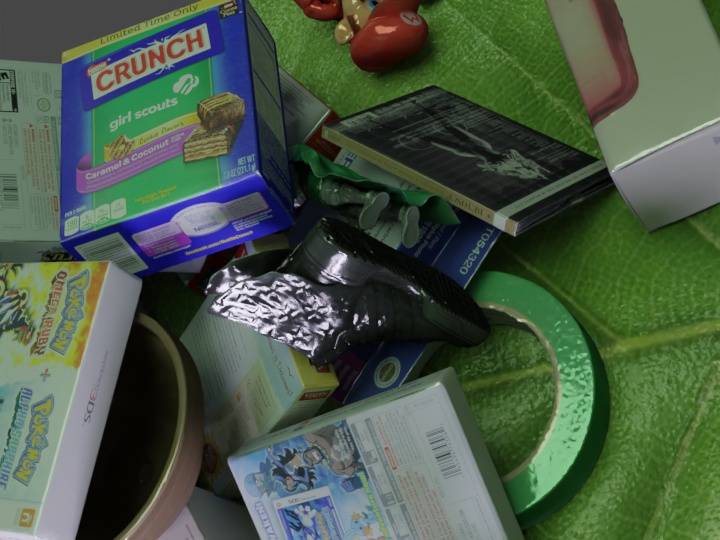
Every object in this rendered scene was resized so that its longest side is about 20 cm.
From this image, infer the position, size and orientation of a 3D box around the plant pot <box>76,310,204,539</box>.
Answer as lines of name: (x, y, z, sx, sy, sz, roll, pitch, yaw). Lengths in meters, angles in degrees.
plant pot: (-0.184, 0.138, 0.933, 0.199, 0.093, 0.203, -15, 58, 26)

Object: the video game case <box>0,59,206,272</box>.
video game case: (-0.233, -0.090, 1.079, 0.046, 0.179, 0.202, 118, 146, -49)

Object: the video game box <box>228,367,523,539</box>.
video game box: (0.022, 0.195, 0.915, 0.180, 0.047, 0.202, -21, 94, 19)

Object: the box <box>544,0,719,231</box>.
box: (0.223, -0.155, 0.963, 0.108, 0.128, 0.202, -23, 62, 17)

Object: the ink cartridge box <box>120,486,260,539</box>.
ink cartridge box: (-0.160, 0.286, 0.990, 0.200, 0.128, 0.126, -41, 59, 8)

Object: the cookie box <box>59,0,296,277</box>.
cookie box: (-0.149, -0.108, 0.997, 0.169, 0.075, 0.202, -18, 53, 12)

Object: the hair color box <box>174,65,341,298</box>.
hair color box: (-0.106, -0.081, 1.140, 0.200, 0.061, 0.101, -49, 57, 2)

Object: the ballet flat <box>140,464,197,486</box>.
ballet flat: (-0.214, 0.230, 1.076, 0.201, 0.067, 0.072, -52, 33, 12)

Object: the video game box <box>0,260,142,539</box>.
video game box: (-0.262, 0.093, 0.915, 0.180, 0.047, 0.203, 0, 67, 28)

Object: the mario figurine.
mario figurine: (-0.005, -0.268, 1.135, 0.123, 0.106, 0.200, -44, 57, 3)

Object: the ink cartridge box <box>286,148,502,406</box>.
ink cartridge box: (0.000, 0.000, 1.031, 0.198, 0.043, 0.199, -57, 37, -4)

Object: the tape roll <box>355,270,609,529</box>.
tape roll: (0.092, 0.103, 0.980, 0.198, 0.048, 0.203, -10, 68, 24)

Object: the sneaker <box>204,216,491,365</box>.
sneaker: (-0.007, 0.030, 0.924, 0.104, 0.198, 0.060, -50, 29, 22)

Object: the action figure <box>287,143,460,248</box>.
action figure: (-0.021, -0.065, 1.004, 0.199, 0.117, 0.055, 27, 93, 59)

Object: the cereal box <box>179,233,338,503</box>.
cereal box: (-0.096, 0.086, 1.027, 0.200, 0.039, 0.145, -51, 51, 41)

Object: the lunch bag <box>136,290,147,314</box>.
lunch bag: (-0.263, 0.047, 1.089, 0.123, 0.200, 0.172, -27, 60, 15)

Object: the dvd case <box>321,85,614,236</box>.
dvd case: (0.089, -0.094, 1.013, 0.199, 0.148, 0.016, 29, 127, 32)
